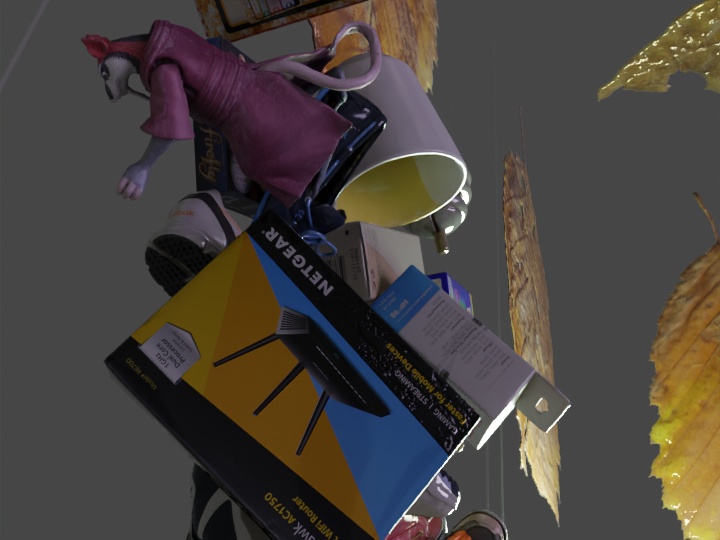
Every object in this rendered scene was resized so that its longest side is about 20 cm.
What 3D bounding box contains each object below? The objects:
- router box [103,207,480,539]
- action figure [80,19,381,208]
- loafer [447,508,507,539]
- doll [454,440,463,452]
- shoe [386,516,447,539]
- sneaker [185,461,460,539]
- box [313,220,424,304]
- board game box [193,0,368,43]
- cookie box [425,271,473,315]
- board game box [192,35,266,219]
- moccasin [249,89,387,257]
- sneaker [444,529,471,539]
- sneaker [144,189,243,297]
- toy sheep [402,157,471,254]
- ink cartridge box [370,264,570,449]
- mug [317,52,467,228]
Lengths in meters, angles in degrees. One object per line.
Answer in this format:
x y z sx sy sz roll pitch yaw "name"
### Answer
-0.042 0.082 0.511 0.149 0.200 0.051 -45 177 -22 "router box"
-0.099 -0.127 0.558 0.198 0.149 0.135 20 46 -30 "action figure"
0.113 0.369 0.918 0.063 0.071 0.202 -39 156 -57 "loafer"
0.095 0.239 1.050 0.199 0.048 0.138 1 104 -66 "doll"
0.046 0.280 0.877 0.200 0.071 0.092 -17 103 -65 "shoe"
-0.034 0.185 0.555 0.080 0.196 0.131 101 3 -66 "sneaker"
0.000 0.000 0.847 0.200 0.094 0.079 5 75 -68 "box"
-0.061 -0.289 0.654 0.046 0.197 0.153 -63 140 -58 "board game box"
0.121 0.107 1.136 0.200 0.074 0.174 31 52 -71 "cookie box"
-0.090 -0.116 0.737 0.200 0.034 0.138 18 64 -68 "board game box"
-0.042 -0.058 0.664 0.202 0.068 0.080 -64 172 10 "moccasin"
0.075 0.369 0.815 0.200 0.078 0.076 -47 156 -24 "sneaker"
-0.091 0.021 0.623 0.081 0.073 0.201 -80 153 -46 "sneaker"
0.096 -0.116 1.108 0.138 0.136 0.203 44 37 -58 "toy sheep"
0.099 0.101 0.772 0.067 0.200 0.116 -43 161 -18 "ink cartridge box"
0.007 -0.138 0.846 0.149 0.186 0.155 13 53 -50 "mug"
